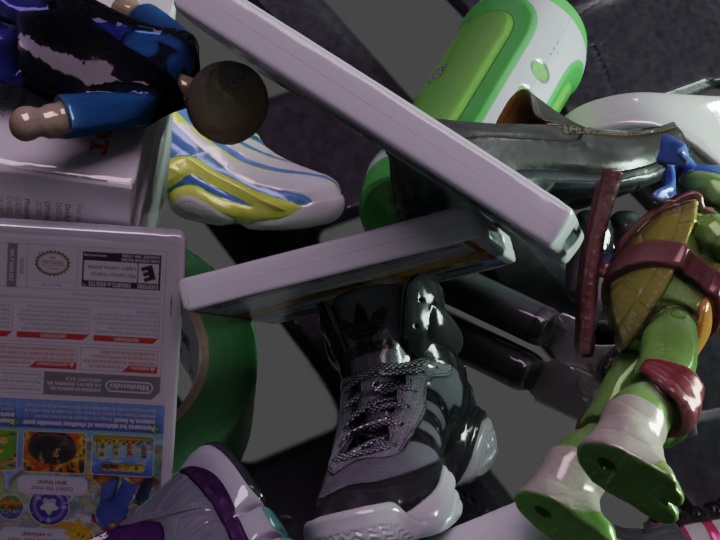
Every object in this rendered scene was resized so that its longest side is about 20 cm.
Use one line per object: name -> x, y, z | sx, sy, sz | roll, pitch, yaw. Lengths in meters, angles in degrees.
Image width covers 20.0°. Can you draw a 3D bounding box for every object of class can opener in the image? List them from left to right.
can opener -> 0.093, 0.038, 1.140 | 0.200, 0.053, 0.067 | 26, 14, 18

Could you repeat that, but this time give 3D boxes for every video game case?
video game case -> -0.160, 0.076, 0.971 | 0.143, 0.201, 0.018 | 3, 10, -5
video game case -> 0.000, 0.000, 1.026 | 0.142, 0.200, 0.018 | -14, 84, 8
video game case -> 0.016, -0.067, 0.965 | 0.200, 0.182, 0.024 | 33, 93, 8

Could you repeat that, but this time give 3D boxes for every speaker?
speaker -> 0.070, -0.088, 1.220 | 0.088, 0.089, 0.200 | 20, 47, 12

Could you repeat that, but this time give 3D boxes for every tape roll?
tape roll -> -0.155, 0.057, 1.077 | 0.200, 0.048, 0.201 | 4, 46, -4

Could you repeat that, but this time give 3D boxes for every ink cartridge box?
ink cartridge box -> -0.203, -0.055, 1.043 | 0.199, 0.146, 0.147 | 8, 45, -1

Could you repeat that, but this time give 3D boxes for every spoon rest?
spoon rest -> 0.215, -0.073, 1.246 | 0.199, 0.061, 0.100 | 3, 46, -4

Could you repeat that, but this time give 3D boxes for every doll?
doll -> -0.139, -0.104, 0.963 | 0.199, 0.049, 0.137 | 21, 36, -1

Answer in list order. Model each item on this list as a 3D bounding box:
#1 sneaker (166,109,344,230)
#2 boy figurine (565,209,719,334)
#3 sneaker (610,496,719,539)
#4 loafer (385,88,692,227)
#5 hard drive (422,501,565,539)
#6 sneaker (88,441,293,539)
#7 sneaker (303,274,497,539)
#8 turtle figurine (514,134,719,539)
sneaker -> -0.102, -0.086, 1.174 | 0.199, 0.105, 0.076 | 10, 7, 4
boy figurine -> 0.202, 0.003, 1.097 | 0.124, 0.065, 0.200 | 0, 3, -42
sneaker -> 0.182, 0.131, 1.024 | 0.199, 0.084, 0.121 | 17, 51, -2
loafer -> 0.101, -0.067, 1.122 | 0.200, 0.073, 0.073 | -13, 85, -37
hard drive -> 0.015, 0.196, 0.925 | 0.199, 0.025, 0.132 | -23, 55, 1
sneaker -> -0.048, 0.167, 0.906 | 0.087, 0.075, 0.200 | -34, 45, -7
sneaker -> 0.008, 0.067, 0.997 | 0.075, 0.114, 0.200 | -15, 5, 19
turtle figurine -> 0.170, 0.055, 0.941 | 0.144, 0.200, 0.194 | 0, 42, 43
